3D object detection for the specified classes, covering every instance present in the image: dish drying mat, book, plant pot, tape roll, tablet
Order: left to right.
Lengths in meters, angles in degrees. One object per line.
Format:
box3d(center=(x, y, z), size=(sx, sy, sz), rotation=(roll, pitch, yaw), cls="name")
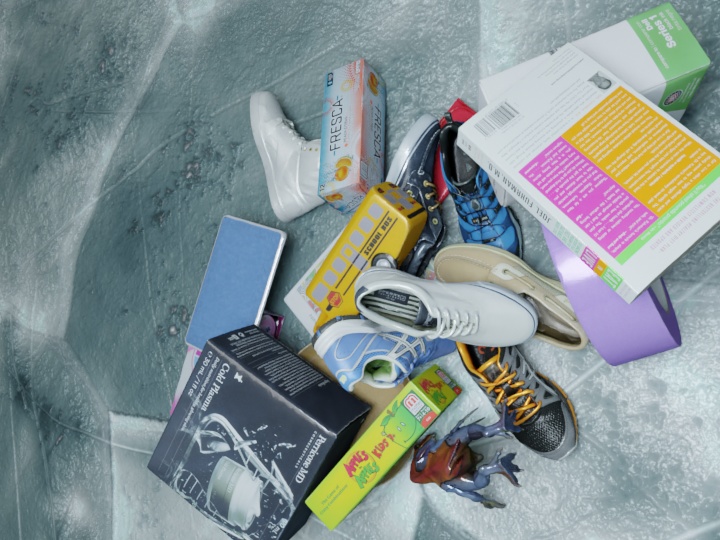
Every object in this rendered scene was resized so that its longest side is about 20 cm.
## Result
box3d(center=(-0.179, 0.028, 0.948), size=(0.130, 0.014, 0.201), rotation=(17, 89, 35), cls="tablet")
box3d(center=(-0.014, 0.182, 0.868), size=(0.199, 0.027, 0.202), rotation=(2, 95, 23), cls="plant pot")
box3d(center=(0.091, -0.125, 0.876), size=(0.077, 0.018, 0.200), rotation=(45, 107, 28), cls="dish drying mat")
box3d(center=(0.196, -0.087, 0.554), size=(0.133, 0.048, 0.200), rotation=(-37, 69, -10), cls="book")
box3d(center=(0.243, -0.012, 0.653), size=(0.065, 0.200, 0.201), rotation=(-23, 71, 27), cls="tape roll")

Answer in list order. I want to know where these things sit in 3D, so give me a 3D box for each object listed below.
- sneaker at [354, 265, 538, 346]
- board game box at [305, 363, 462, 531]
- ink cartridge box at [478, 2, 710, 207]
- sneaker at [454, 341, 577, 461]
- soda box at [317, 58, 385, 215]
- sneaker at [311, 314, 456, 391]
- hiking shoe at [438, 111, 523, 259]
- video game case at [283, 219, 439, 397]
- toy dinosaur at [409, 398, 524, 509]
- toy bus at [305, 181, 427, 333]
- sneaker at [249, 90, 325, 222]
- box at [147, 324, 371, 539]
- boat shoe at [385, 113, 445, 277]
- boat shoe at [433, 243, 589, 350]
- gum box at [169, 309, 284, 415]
box3d(center=(0.087, 0.048, 0.702), size=(0.198, 0.071, 0.074), rotation=(10, 113, 7), cls="sneaker")
box3d(center=(0.028, 0.205, 0.782), size=(0.048, 0.101, 0.200), rotation=(43, 107, 14), cls="board game box")
box3d(center=(0.223, -0.161, 0.681), size=(0.199, 0.146, 0.085), rotation=(-21, 69, 2), cls="ink cartridge box")
box3d(center=(0.166, 0.127, 0.755), size=(0.078, 0.077, 0.200), rotation=(-44, 64, 17), cls="sneaker")
box3d(center=(-0.010, -0.179, 0.895), size=(0.068, 0.064, 0.201), rotation=(-13, 61, 30), cls="soda box")
box3d(center=(0.039, 0.099, 0.773), size=(0.076, 0.199, 0.077), rotation=(-59, 46, 38), cls="sneaker")
box3d(center=(0.133, -0.083, 0.794), size=(0.074, 0.087, 0.201), rotation=(-21, 81, 28), cls="hiking shoe")
box3d(center=(0.011, 0.035, 0.886), size=(0.200, 0.023, 0.182), rotation=(-48, 68, 17), cls="video game case")
box3d(center=(0.094, 0.199, 0.731), size=(0.181, 0.199, 0.106), rotation=(-29, 52, 40), cls="toy dinosaur")
box3d(center=(0.000, 0.000, 0.785), size=(0.078, 0.065, 0.200), rotation=(39, 117, 9), cls="toy bus")
box3d(center=(-0.088, -0.183, 0.972), size=(0.115, 0.074, 0.201), rotation=(-19, 82, 27), cls="sneaker")
box3d(center=(-0.127, 0.209, 0.836), size=(0.196, 0.124, 0.201), rotation=(32, 105, 15), cls="box")
box3d(center=(0.075, -0.087, 0.826), size=(0.090, 0.071, 0.201), rotation=(26, 94, 17), cls="boat shoe")
box3d(center=(0.166, 0.029, 0.750), size=(0.199, 0.065, 0.073), rotation=(26, 127, 20), cls="boat shoe")
box3d(center=(-0.199, 0.147, 0.987), size=(0.113, 0.066, 0.201), rotation=(16, 90, 33), cls="gum box")
